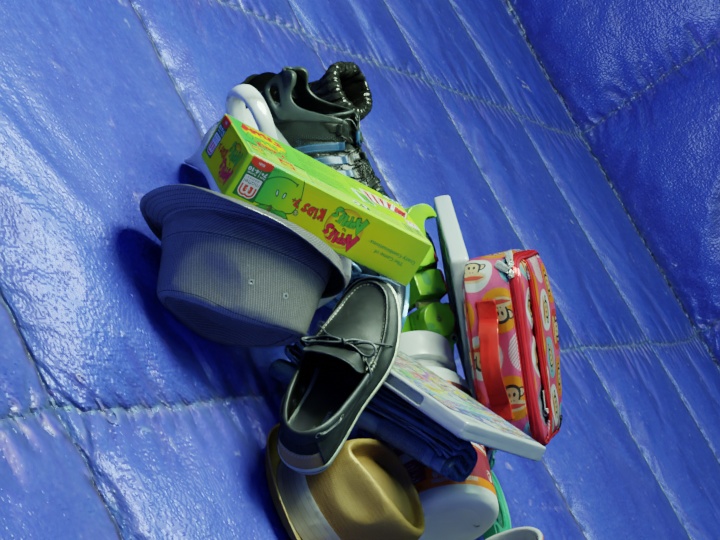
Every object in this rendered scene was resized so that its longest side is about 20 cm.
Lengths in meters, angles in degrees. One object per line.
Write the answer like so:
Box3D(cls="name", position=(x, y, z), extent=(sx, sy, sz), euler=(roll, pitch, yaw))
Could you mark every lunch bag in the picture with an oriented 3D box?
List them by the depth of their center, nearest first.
Box3D(cls="lunch bag", position=(0.151, 0.080, 1.627), extent=(0.176, 0.081, 0.202), euler=(-11, 94, -74))

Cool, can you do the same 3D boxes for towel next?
Box3D(cls="towel", position=(0.016, 0.129, 1.490), extent=(0.199, 0.049, 0.112), euler=(28, -6, 17))

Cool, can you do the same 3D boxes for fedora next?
Box3D(cls="fedora", position=(-0.112, 0.010, 1.415), extent=(0.199, 0.176, 0.091), euler=(27, 66, -30))
Box3D(cls="fedora", position=(-0.001, 0.206, 1.432), extent=(0.201, 0.082, 0.201), euler=(48, 20, -24))

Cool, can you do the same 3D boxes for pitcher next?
Box3D(cls="pitcher", position=(-0.087, -0.068, 1.552), extent=(0.201, 0.120, 0.172), euler=(60, -21, 16))

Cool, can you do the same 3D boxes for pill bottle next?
Box3D(cls="pill bottle", position=(0.067, 0.167, 1.601), extent=(0.109, 0.109, 0.201), euler=(36, 33, -46))

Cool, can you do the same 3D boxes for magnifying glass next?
Box3D(cls="magnifying glass", position=(0.148, 0.294, 1.746), extent=(0.080, 0.022, 0.201), euler=(57, 19, -34))

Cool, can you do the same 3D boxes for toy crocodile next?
Box3D(cls="toy crocodile", position=(0.070, 0.025, 1.740), extent=(0.061, 0.067, 0.202), euler=(-6, 72, -29))

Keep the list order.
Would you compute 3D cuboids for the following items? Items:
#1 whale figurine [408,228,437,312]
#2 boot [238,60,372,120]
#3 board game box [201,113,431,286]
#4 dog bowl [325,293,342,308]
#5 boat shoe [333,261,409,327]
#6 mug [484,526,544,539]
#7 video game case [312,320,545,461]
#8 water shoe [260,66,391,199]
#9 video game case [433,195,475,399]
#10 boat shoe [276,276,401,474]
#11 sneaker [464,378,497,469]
Box3D(cls="whale figurine", position=(0.036, -0.034, 1.874), extent=(0.159, 0.103, 0.200), euler=(50, 19, -19))
Box3D(cls="boot", position=(-0.063, -0.191, 1.796), extent=(0.079, 0.157, 0.212), euler=(46, 22, -26))
Box3D(cls="board game box", position=(-0.040, -0.063, 1.444), extent=(0.199, 0.048, 0.102), euler=(26, 14, -27))
Box3D(cls="dog bowl", position=(-0.024, -0.040, 1.743), extent=(0.050, 0.110, 0.201), euler=(104, -25, -49))
Box3D(cls="boat shoe", position=(0.000, 0.000, 1.636), extent=(0.068, 0.085, 0.201), euler=(15, 32, -22))
Box3D(cls="mug", position=(0.148, 0.378, 1.525), extent=(0.201, 0.177, 0.133), euler=(58, -18, -9))
Box3D(cls="video game case", position=(0.063, 0.111, 1.480), extent=(0.199, 0.018, 0.143), euler=(33, 6, 38))
Box3D(cls="water shoe", position=(-0.025, -0.122, 1.616), extent=(0.200, 0.079, 0.071), euler=(43, 28, 5))
Box3D(cls="video game case", position=(0.111, 0.034, 1.774), extent=(0.200, 0.023, 0.183), euler=(-96, 177, -68))
Box3D(cls="boat shoe", position=(-0.017, 0.082, 1.397), extent=(0.062, 0.074, 0.201), euler=(80, 31, -53))
Box3D(cls="sneaker", position=(0.125, 0.190, 1.753), extent=(0.080, 0.077, 0.200), euler=(63, 18, -20))
